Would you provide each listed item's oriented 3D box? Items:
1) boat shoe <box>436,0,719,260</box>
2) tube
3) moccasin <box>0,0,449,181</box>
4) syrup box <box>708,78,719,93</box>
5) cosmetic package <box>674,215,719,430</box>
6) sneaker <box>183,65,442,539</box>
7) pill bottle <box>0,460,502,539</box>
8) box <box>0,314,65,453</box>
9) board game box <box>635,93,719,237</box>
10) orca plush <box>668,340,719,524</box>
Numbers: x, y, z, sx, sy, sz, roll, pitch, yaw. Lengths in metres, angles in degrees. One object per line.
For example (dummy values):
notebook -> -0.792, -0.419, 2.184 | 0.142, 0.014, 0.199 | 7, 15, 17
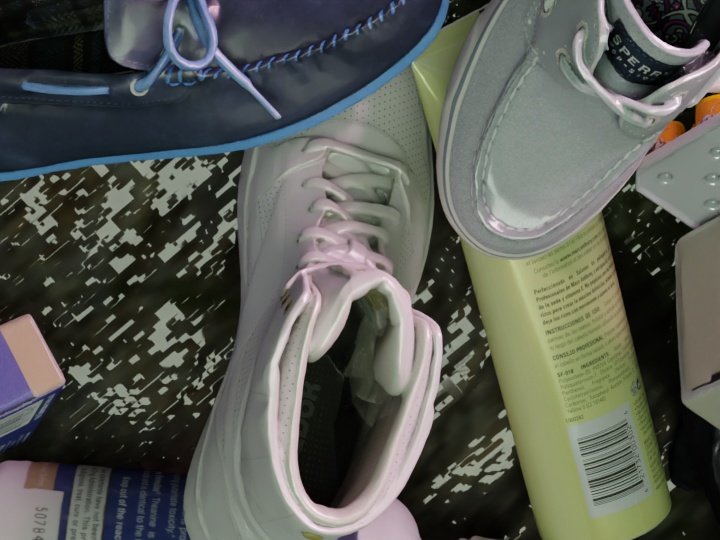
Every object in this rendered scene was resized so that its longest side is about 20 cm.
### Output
boat shoe -> 0.086, -0.083, 0.891 | 0.070, 0.072, 0.201 | 29, 109, -10
tube -> 0.065, 0.000, 1.011 | 0.052, 0.058, 0.201 | -14, 109, 5
moccasin -> -0.071, -0.077, 0.948 | 0.199, 0.081, 0.068 | -17, 140, 13
syrup box -> 0.172, -0.103, 0.966 | 0.199, 0.081, 0.079 | 4, 107, -1
cosmetic package -> 0.207, 0.043, 0.964 | 0.200, 0.071, 0.105 | 33, 134, -33
sneaker -> 0.000, 0.000, 0.939 | 0.073, 0.116, 0.201 | 15, 74, -16
pill bottle -> -0.039, 0.131, 1.017 | 0.199, 0.111, 0.111 | 5, 107, -3
box -> -0.200, 0.080, 0.958 | 0.200, 0.121, 0.032 | -27, 85, -17
board game box -> 0.227, -0.037, 0.939 | 0.200, 0.026, 0.200 | 31, 135, -32
orca plush -> 0.152, 0.072, 1.044 | 0.105, 0.071, 0.200 | -50, 120, -33
